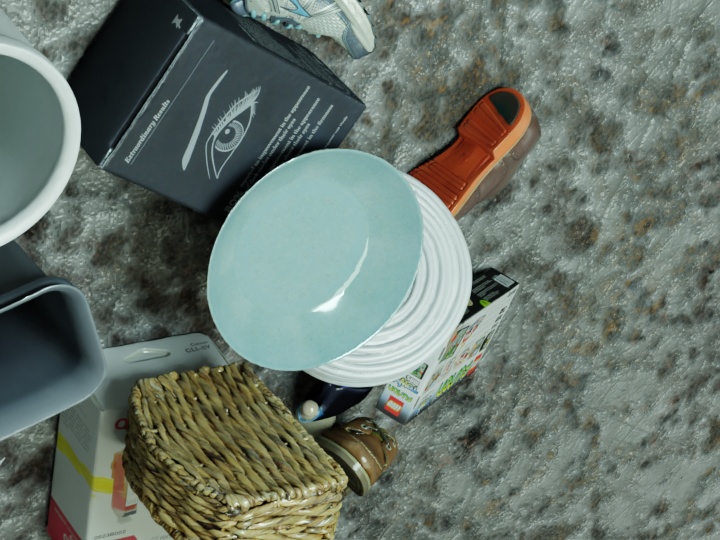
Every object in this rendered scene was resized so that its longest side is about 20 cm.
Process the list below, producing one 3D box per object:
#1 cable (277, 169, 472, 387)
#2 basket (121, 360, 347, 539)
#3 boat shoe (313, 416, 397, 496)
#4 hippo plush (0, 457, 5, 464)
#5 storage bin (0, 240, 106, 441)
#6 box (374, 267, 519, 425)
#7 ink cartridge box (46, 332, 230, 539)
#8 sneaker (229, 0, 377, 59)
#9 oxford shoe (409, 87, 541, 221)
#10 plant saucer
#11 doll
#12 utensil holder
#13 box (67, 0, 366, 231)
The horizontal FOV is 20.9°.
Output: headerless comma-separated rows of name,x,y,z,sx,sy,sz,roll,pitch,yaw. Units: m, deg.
cable,0.000,0.000,1.712,0.199,0.201,0.069,-27,178,-15
basket,-0.121,0.194,1.642,0.142,0.200,0.150,-10,125,-31
boat shoe,-0.003,0.170,1.875,0.068,0.072,0.200,-40,180,-9
hippo plush,-0.406,0.196,1.591,0.160,0.160,0.200,19,130,-31
storage bin,-0.328,0.048,1.552,0.199,0.134,0.146,-27,134,-18
box,0.085,0.070,1.863,0.110,0.035,0.200,-64,166,20
ink cartridge box,-0.197,0.170,1.775,0.145,0.083,0.201,-10,127,-30
sneaker,-0.063,-0.233,1.581,0.086,0.078,0.200,-38,129,8
oxford shoe,0.095,-0.074,1.810,0.200,0.071,0.073,-45,141,2
plant saucer,-0.043,-0.014,1.616,0.200,0.039,0.202,-14,122,-24
doll,-0.006,0.096,1.841,0.136,0.048,0.200,-28,160,-44
utensil holder,-0.314,-0.129,1.377,0.169,0.200,0.170,-19,131,-24
box,-0.121,-0.133,1.582,0.200,0.104,0.148,26,106,-44
